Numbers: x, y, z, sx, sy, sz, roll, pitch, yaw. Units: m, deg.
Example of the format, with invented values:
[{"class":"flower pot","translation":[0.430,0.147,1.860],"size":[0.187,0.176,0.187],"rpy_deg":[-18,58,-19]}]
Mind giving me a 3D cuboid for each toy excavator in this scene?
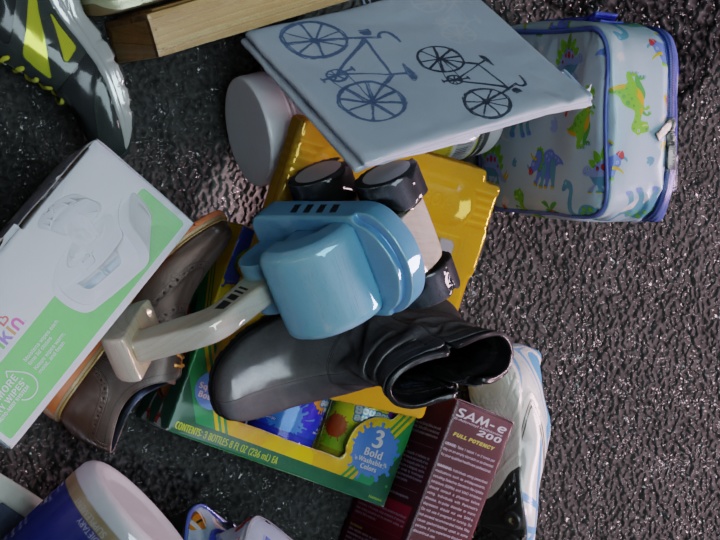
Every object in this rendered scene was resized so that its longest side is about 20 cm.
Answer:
[{"class":"toy excavator","translation":[-0.060,0.010,1.417],"size":[0.200,0.194,0.100],"rpy_deg":[-40,120,-41]}]

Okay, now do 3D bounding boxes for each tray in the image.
[{"class":"tray","translation":[-0.082,-0.201,1.526],"size":[0.200,0.099,0.037],"rpy_deg":[-19,101,-23]}]

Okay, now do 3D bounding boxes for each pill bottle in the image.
[{"class":"pill bottle","translation":[0.003,-0.126,1.567],"size":[0.200,0.112,0.113],"rpy_deg":[-14,100,-24]},{"class":"pill bottle","translation":[-0.223,0.240,1.435],"size":[0.200,0.116,0.116],"rpy_deg":[-44,112,2]}]

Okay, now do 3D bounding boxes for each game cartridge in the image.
[{"class":"game cartridge","translation":[0.000,0.000,1.521],"size":[0.176,0.032,0.200],"rpy_deg":[14,101,-26]}]

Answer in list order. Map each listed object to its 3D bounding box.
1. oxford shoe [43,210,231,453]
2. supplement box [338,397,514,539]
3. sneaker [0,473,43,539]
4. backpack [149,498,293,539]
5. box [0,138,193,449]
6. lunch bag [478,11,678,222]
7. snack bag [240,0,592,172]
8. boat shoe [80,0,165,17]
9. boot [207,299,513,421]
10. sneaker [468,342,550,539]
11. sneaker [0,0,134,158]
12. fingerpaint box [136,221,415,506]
[{"class":"oxford shoe","translation":[-0.151,0.045,1.516],"size":[0.073,0.071,0.200],"rpy_deg":[38,91,9]},{"class":"supplement box","translation":[0.041,0.196,1.618],"size":[0.061,0.109,0.200],"rpy_deg":[22,86,-25]},{"class":"sneaker","translation":[-0.312,0.163,1.463],"size":[0.200,0.075,0.085],"rpy_deg":[38,76,-23]},{"class":"backpack","translation":[-0.092,0.285,1.525],"size":[0.191,0.154,0.200],"rpy_deg":[48,39,-39]},{"class":"box","translation":[-0.229,0.017,1.427],"size":[0.097,0.176,0.200],"rpy_deg":[41,76,-11]},{"class":"lunch bag","translation":[0.171,-0.121,1.600],"size":[0.082,0.200,0.161],"rpy_deg":[-2,95,-26]},{"class":"snack bag","translation":[0.040,-0.146,1.487],"size":[0.200,0.189,0.021],"rpy_deg":[-17,133,-25]},{"class":"boat shoe","translation":[-0.121,-0.245,1.522],"size":[0.200,0.072,0.065],"rpy_deg":[-18,103,-18]},{"class":"boot","translation":[-0.002,0.067,1.450],"size":[0.200,0.132,0.070],"rpy_deg":[-24,114,-15]},{"class":"sneaker","translation":[0.128,0.158,1.680],"size":[0.072,0.072,0.200],"rpy_deg":[-12,107,-45]},{"class":"sneaker","translation":[-0.235,-0.163,1.480],"size":[0.085,0.074,0.200],"rpy_deg":[-29,97,-15]},{"class":"fingerpaint box","translation":[-0.048,0.072,1.582],"size":[0.200,0.073,0.167],"rpy_deg":[23,85,-26]}]
